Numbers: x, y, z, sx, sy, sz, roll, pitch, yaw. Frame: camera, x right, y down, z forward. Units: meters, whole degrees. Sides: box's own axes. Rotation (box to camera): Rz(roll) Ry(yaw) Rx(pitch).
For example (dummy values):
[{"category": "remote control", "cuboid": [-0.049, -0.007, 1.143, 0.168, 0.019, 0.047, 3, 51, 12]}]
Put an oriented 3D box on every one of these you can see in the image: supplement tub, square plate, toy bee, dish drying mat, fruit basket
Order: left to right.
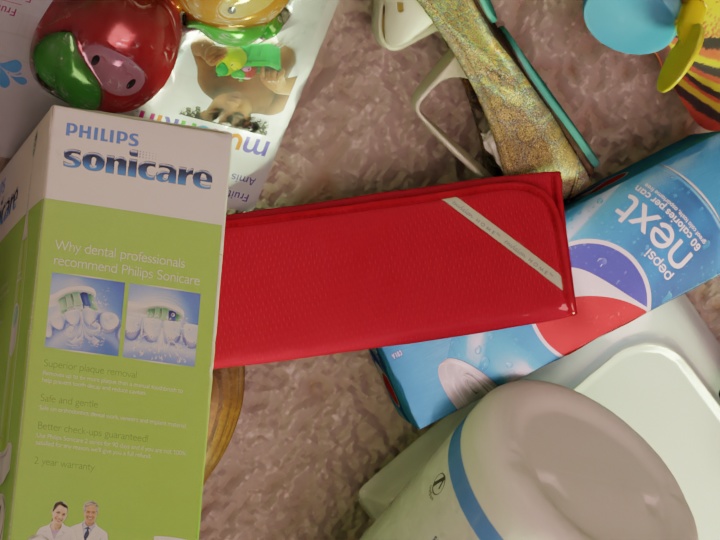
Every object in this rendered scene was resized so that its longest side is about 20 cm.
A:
[{"category": "fruit basket", "cuboid": [-0.095, -0.126, 1.073, 0.184, 0.094, 0.201, 13, 111, -24]}, {"category": "dish drying mat", "cuboid": [0.000, 0.000, 1.128, 0.198, 0.018, 0.077, -8, 71, 7]}, {"category": "supplement tub", "cuboid": [0.057, 0.162, 1.155, 0.131, 0.132, 0.200, 25, 122, -21]}, {"category": "square plate", "cuboid": [0.131, 0.124, 1.251, 0.200, 0.028, 0.198, -40, 114, 0]}, {"category": "toy bee", "cuboid": [0.149, -0.145, 1.113, 0.199, 0.108, 0.132, 22, 62, -40]}]

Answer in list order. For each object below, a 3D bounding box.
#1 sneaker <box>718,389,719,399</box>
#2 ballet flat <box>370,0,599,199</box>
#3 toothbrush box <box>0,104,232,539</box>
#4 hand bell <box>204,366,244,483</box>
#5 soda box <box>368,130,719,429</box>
[{"category": "sneaker", "cuboid": [0.225, 0.089, 1.230, 0.095, 0.079, 0.202, 10, 82, -10]}, {"category": "ballet flat", "cuboid": [0.044, -0.108, 1.133, 0.070, 0.071, 0.201, -34, 114, -2]}, {"category": "toothbrush box", "cuboid": [-0.121, 0.046, 1.053, 0.085, 0.146, 0.202, 7, 76, -18]}, {"category": "hand bell", "cuboid": [-0.095, 0.126, 1.175, 0.103, 0.104, 0.202, 20, 89, -20]}, {"category": "soda box", "cuboid": [0.098, 0.004, 1.173, 0.199, 0.068, 0.065, -28, 94, -5]}]
